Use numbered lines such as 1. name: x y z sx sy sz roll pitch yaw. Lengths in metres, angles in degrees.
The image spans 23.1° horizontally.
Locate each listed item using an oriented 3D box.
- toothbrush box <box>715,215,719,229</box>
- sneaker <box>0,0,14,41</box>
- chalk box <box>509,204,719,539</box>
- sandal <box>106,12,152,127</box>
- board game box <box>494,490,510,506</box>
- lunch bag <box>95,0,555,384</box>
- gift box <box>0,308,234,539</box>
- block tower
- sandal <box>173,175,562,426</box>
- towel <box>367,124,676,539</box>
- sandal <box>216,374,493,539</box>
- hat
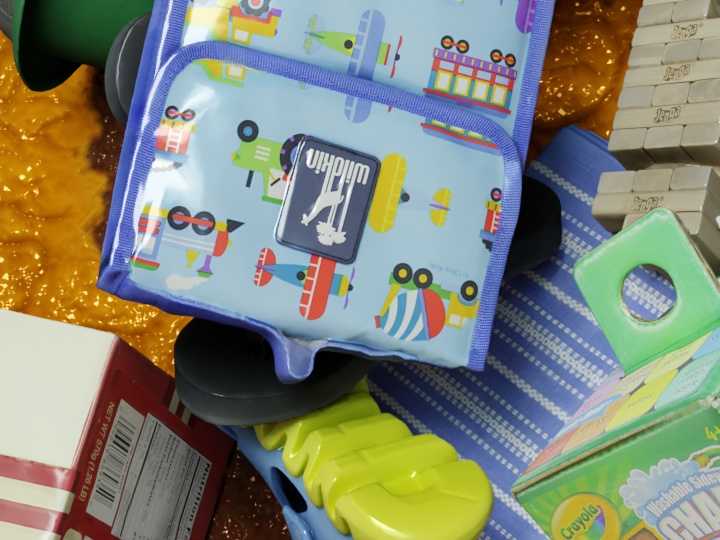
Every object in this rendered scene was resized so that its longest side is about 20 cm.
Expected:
1. toothbrush box: 0.237 0.020 0.591 0.199 0.085 0.147 -9 74 -32
2. sneaker: -0.182 -0.209 0.915 0.075 0.079 0.201 -15 69 9
3. chalk box: 0.152 0.070 0.647 0.200 0.124 0.124 49 54 -2
4. sandal: -0.012 -0.068 0.779 0.199 0.043 0.077 5 88 -25
5. board game box: 0.067 0.208 0.732 0.199 0.026 0.201 -32 66 1
6. lunch bag: -0.015 -0.052 0.694 0.149 0.094 0.201 14 72 -13
7. gift box: -0.182 0.092 0.748 0.185 0.200 0.186 11 69 19
8. block tower: 0.152 -0.093 0.753 0.054 0.058 0.201 -1 63 39
9. sandal: 0.000 0.000 0.743 0.200 0.043 0.076 -31 41 -30
10. towel: 0.076 0.035 0.773 0.200 0.024 0.145 -47 51 -7
11. sandal: -0.018 0.084 0.743 0.079 0.088 0.200 -10 33 -22
12. hat: -0.051 -0.119 0.832 0.175 0.201 0.166 26 41 7
